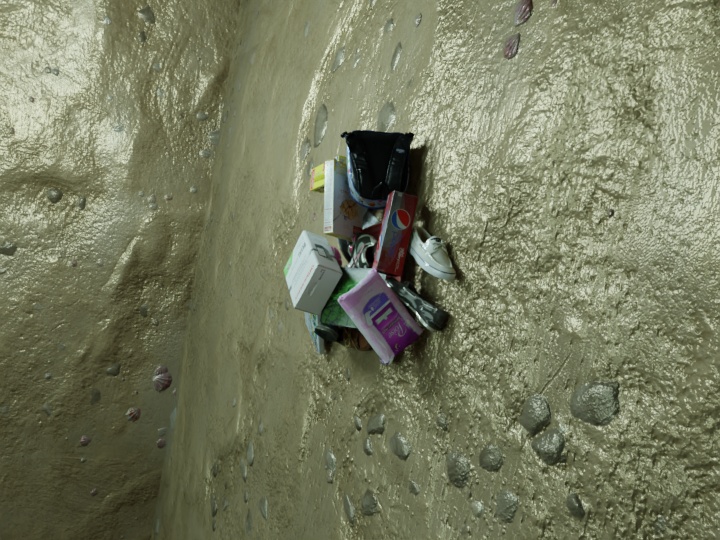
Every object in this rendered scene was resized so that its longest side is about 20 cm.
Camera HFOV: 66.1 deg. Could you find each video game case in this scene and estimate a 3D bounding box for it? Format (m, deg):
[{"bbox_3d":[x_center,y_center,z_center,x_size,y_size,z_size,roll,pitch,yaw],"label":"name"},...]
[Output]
[{"bbox_3d":[-0.151,0.135,1.774,0.183,0.022,0.203,-124,29,-55],"label":"video game case"}]

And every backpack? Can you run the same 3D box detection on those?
[{"bbox_3d":[0.044,-0.262,1.476,0.154,0.196,0.194,91,180,-72],"label":"backpack"}]

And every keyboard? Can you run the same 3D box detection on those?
[{"bbox_3d":[0.041,-0.119,1.608,0.200,0.010,0.057,51,126,51],"label":"keyboard"}]

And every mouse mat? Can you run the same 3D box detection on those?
[{"bbox_3d":[-0.021,0.070,1.455,0.197,0.007,0.164,2,73,40],"label":"mouse mat"}]

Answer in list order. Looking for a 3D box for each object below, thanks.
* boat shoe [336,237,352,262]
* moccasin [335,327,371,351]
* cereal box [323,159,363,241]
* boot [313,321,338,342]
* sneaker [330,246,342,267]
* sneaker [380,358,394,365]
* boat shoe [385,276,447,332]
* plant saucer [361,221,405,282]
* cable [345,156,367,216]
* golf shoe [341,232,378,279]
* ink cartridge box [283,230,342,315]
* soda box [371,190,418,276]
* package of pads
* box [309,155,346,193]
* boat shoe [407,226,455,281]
[{"bbox_3d":[-0.040,-0.111,1.622,0.056,0.203,0.067,-15,24,16],"label":"boat shoe"},{"bbox_3d":[-0.025,0.186,1.578,0.200,0.077,0.075,5,87,59],"label":"moccasin"},{"bbox_3d":[-0.044,-0.189,1.533,0.039,0.143,0.205,-5,81,34],"label":"cereal box"},{"bbox_3d":[-0.057,0.100,1.581,0.201,0.072,0.181,-55,12,-12],"label":"boot"},{"bbox_3d":[-0.100,0.011,1.684,0.088,0.072,0.203,-118,27,-57],"label":"sneaker"},{"bbox_3d":[0.038,0.152,1.450,0.081,0.082,0.204,125,131,-68],"label":"sneaker"},{"bbox_3d":[0.137,0.069,1.344,0.057,0.066,0.200,-52,51,11],"label":"boat shoe"},{"bbox_3d":[0.060,-0.026,1.515,0.198,0.036,0.204,-16,75,57],"label":"plant saucer"},{"bbox_3d":[-0.026,-0.248,1.690,0.200,0.068,0.203,-50,41,41],"label":"cable"},{"bbox_3d":[0.000,0.000,1.510,0.088,0.076,0.204,21,106,51],"label":"golf shoe"},{"bbox_3d":[-0.137,0.005,1.545,0.147,0.083,0.201,-60,29,21],"label":"ink cartridge box"},{"bbox_3d":[0.086,-0.090,1.381,0.063,0.069,0.204,172,111,-79],"label":"soda box"},{"bbox_3d":[0.046,0.111,1.342,0.201,0.120,0.076,52,165,-2],"label":"package of pads"},{"bbox_3d":[-0.093,-0.294,1.703,0.199,0.049,0.077,-4,79,62],"label":"box"},{"bbox_3d":[0.172,-0.047,1.321,0.201,0.070,0.071,-124,48,-57],"label":"boat shoe"}]
